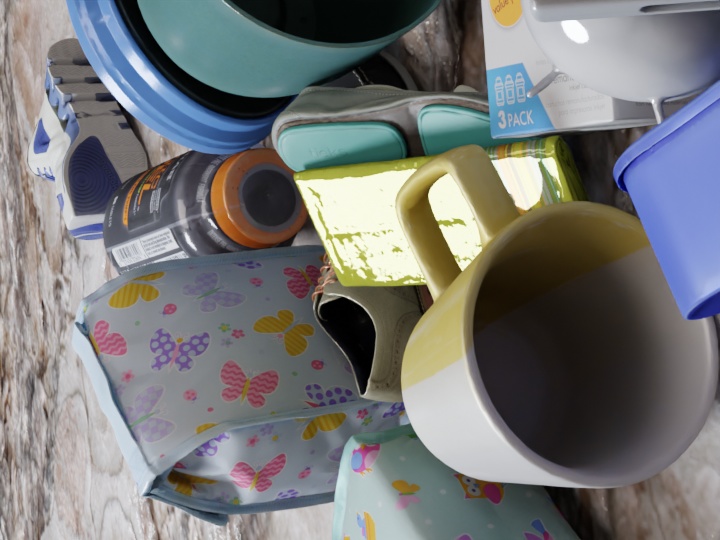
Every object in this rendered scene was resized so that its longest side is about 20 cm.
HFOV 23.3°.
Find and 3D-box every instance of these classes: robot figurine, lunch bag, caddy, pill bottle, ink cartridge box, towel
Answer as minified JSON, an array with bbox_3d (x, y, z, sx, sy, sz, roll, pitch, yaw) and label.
[{"bbox_3d":[0.144,-0.166,0.829,0.170,0.113,0.200,18,88,30],"label":"robot figurine"},{"bbox_3d":[-0.088,0.080,1.220,0.170,0.200,0.127,57,140,38],"label":"lunch bag"},{"bbox_3d":[0.201,-0.058,0.759,0.200,0.141,0.105,-38,67,55],"label":"caddy"},{"bbox_3d":[0.054,0.211,1.076,0.170,0.122,0.200,56,147,38],"label":"lunch bag"},{"bbox_3d":[-0.114,-0.042,1.339,0.200,0.106,0.106,-14,82,59],"label":"pill bottle"},{"bbox_3d":[0.120,-0.176,0.949,0.115,0.068,0.200,-2,92,60],"label":"ink cartridge box"},{"bbox_3d":[0.052,-0.033,1.046,0.200,0.018,0.086,-4,118,40],"label":"towel"}]

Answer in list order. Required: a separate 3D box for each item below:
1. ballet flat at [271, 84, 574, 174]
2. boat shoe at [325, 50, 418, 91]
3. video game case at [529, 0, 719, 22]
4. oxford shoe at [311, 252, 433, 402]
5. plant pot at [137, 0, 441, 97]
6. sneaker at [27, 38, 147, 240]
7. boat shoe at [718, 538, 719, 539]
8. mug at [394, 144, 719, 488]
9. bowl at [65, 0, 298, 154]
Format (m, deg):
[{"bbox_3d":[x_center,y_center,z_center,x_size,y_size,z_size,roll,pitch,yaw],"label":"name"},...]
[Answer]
[{"bbox_3d":[0.041,-0.090,1.073,0.200,0.064,0.067,4,131,26],"label":"ballet flat"},{"bbox_3d":[0.010,-0.082,1.162,0.200,0.060,0.074,61,142,35],"label":"boat shoe"},{"bbox_3d":[0.161,-0.210,0.759,0.024,0.182,0.200,48,-140,-74],"label":"video game case"},{"bbox_3d":[0.000,0.000,1.178,0.200,0.074,0.071,64,144,31],"label":"oxford shoe"},{"bbox_3d":[-0.058,-0.203,1.131,0.161,0.200,0.201,-39,62,60],"label":"plant pot"},{"bbox_3d":[-0.255,-0.102,1.611,0.115,0.080,0.200,120,142,-50],"label":"sneaker"},{"bbox_3d":[0.229,0.118,0.824,0.070,0.071,0.200,43,133,12],"label":"boat shoe"},{"bbox_3d":[0.096,0.036,0.973,0.153,0.149,0.187,146,128,-66],"label":"mug"},{"bbox_3d":[-0.118,-0.180,1.239,0.039,0.201,0.201,-29,68,38],"label":"bowl"}]
